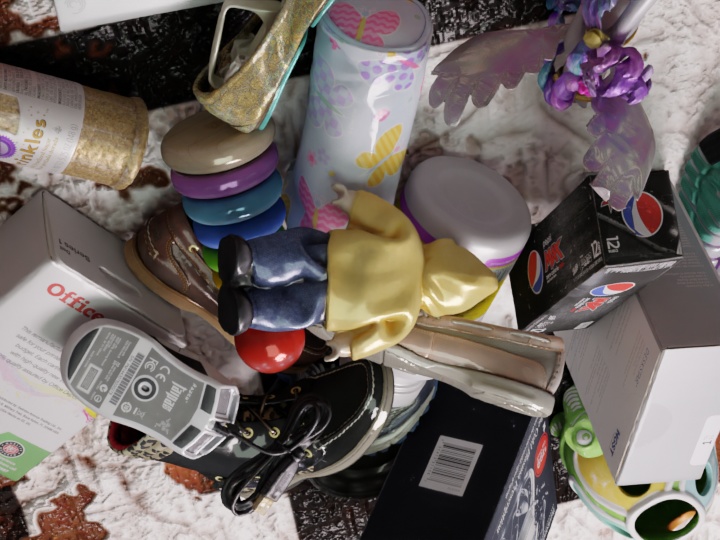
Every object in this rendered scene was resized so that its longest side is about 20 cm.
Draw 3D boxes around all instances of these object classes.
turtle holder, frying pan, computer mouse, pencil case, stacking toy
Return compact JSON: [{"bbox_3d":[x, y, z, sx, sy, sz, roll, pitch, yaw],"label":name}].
[{"bbox_3d":[0.253,0.164,1.529,0.140,0.132,0.186,-15,136,0],"label":"turtle holder"},{"bbox_3d":[-0.028,0.179,1.533,0.189,0.031,0.115,-22,135,10],"label":"frying pan"},{"bbox_3d":[-0.129,0.096,1.265,0.199,0.044,0.110,32,98,-9],"label":"computer mouse"},{"bbox_3d":[-0.005,-0.108,1.224,0.083,0.091,0.201,-18,141,-30],"label":"pencil case"},{"bbox_3d":[-0.082,-0.016,1.250,0.085,0.086,0.201,-15,117,-1],"label":"stacking toy"}]

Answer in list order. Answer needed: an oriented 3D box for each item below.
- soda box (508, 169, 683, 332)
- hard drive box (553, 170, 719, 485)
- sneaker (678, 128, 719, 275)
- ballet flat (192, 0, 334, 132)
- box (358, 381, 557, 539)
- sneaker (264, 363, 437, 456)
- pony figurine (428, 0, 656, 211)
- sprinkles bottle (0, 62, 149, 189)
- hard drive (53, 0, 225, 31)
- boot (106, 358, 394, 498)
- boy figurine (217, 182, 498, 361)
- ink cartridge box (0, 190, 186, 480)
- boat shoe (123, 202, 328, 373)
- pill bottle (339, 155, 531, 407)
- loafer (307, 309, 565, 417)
[{"bbox_3d":[0.171,-0.011,1.270,0.063,0.071,0.200,-4,165,-15],"label":"soda box"},{"bbox_3d":[0.223,0.044,1.355,0.076,0.201,0.157,-2,135,-14],"label":"hard drive box"},{"bbox_3d":[0.309,-0.052,1.390,0.087,0.075,0.201,-12,147,-20],"label":"sneaker"},{"bbox_3d":[-0.053,-0.177,1.123,0.070,0.071,0.201,14,128,-28],"label":"ballet flat"},{"bbox_3d":[0.091,0.220,1.476,0.103,0.201,0.183,11,141,20],"label":"box"},{"bbox_3d":[-0.030,0.116,1.442,0.199,0.077,0.085,-25,131,8],"label":"sneaker"},{"bbox_3d":[0.163,-0.157,1.169,0.166,0.193,0.201,34,132,6],"label":"pony figurine"},{"bbox_3d":[-0.246,-0.109,1.163,0.198,0.069,0.068,12,129,-27],"label":"sprinkles bottle"},{"bbox_3d":[-0.111,-0.232,1.113,0.198,0.026,0.133,-12,135,-6],"label":"hard drive"},{"bbox_3d":[-0.086,0.114,1.325,0.153,0.074,0.203,22,140,-36],"label":"boot"},{"bbox_3d":[0.000,0.000,1.203,0.198,0.064,0.126,-4,93,-19],"label":"boy figurine"},{"bbox_3d":[-0.254,0.053,1.306,0.200,0.084,0.145,-38,132,20],"label":"ink cartridge box"},{"bbox_3d":[-0.089,0.015,1.326,0.070,0.071,0.199,-36,132,25],"label":"boat shoe"},{"bbox_3d":[0.051,0.014,1.344,0.103,0.105,0.201,8,131,-23],"label":"pill bottle"},{"bbox_3d":[0.057,0.050,1.274,0.198,0.063,0.072,21,168,-2],"label":"loafer"}]
